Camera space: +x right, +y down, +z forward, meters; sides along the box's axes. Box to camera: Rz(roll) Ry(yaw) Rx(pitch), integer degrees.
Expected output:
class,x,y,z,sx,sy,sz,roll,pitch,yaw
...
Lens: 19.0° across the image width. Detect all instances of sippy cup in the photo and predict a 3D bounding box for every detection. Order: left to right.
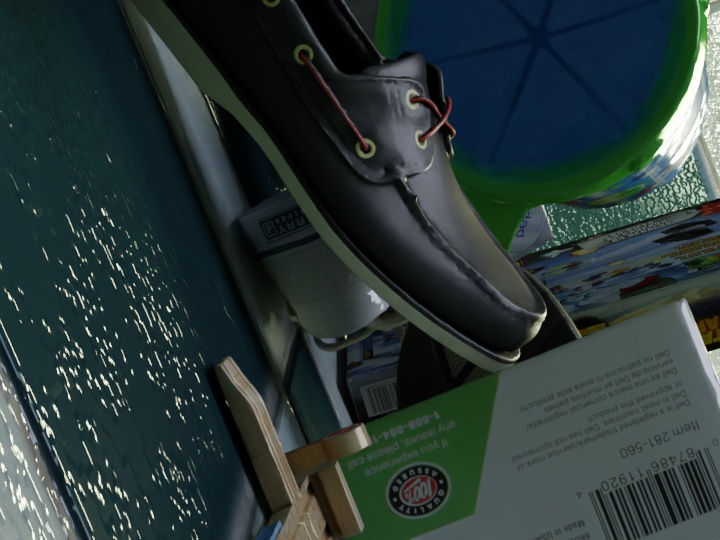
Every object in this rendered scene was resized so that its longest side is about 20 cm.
class,x,y,z,sx,sy,sz,roll,pitch,yaw
sippy cup,0.089,-0.084,0.907,0.140,0.178,0.130,55,10,20

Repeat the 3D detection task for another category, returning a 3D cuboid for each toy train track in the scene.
class,x,y,z,sx,sy,sz,roll,pitch,yaw
toy train track,-0.009,0.079,0.596,0.200,0.032,0.115,-55,123,-84

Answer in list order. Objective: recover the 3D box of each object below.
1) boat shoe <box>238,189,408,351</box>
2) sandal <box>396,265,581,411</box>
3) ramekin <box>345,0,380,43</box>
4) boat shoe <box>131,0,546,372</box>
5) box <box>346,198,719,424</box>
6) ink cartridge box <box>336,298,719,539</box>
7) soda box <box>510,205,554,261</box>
class,x,y,z,sx,sy,sz,roll,pitch,yaw
boat shoe,0.004,-0.002,0.899,0.202,0.074,0.086,-49,117,-82
sandal,0.076,0.093,0.847,0.201,0.080,0.057,63,4,-2
ramekin,-0.036,-0.161,0.989,0.200,0.105,0.201,-22,90,-86
boat shoe,0.000,-0.052,0.767,0.202,0.063,0.074,51,17,3
box,0.092,0.023,1.020,0.137,0.199,0.040,-90,164,-77
ink cartridge box,0.085,0.132,0.757,0.084,0.146,0.200,50,19,-77
soda box,0.016,-0.068,1.089,0.200,0.063,0.068,46,-16,51
